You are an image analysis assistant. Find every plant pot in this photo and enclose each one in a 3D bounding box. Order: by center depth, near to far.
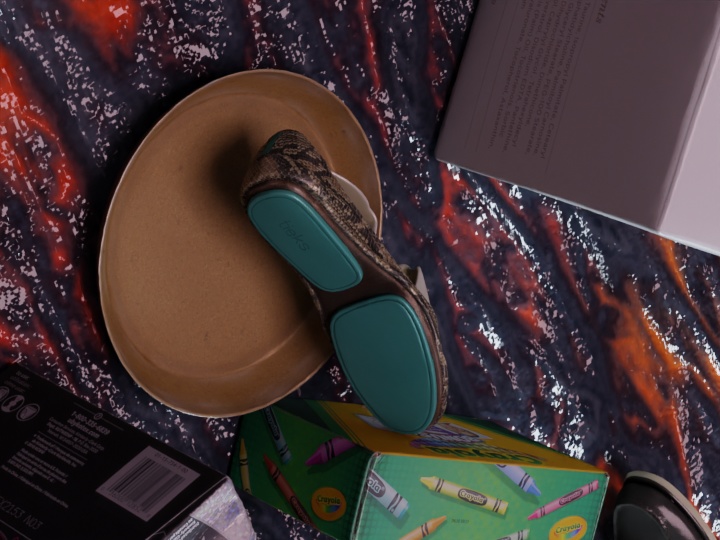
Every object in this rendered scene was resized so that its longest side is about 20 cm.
[{"bbox_3d":[-0.072,-0.017,1.437,0.199,0.027,0.202,-14,112,-38],"label":"plant pot"}]

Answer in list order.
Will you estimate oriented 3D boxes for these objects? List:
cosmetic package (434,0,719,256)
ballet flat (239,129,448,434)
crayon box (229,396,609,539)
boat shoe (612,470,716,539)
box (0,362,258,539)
[{"bbox_3d":[0.183,-0.107,1.510,0.167,0.199,0.167,15,94,-41],"label":"cosmetic package"},{"bbox_3d":[0.000,0.000,1.442,0.200,0.067,0.076,57,33,-30],"label":"ballet flat"},{"bbox_3d":[0.036,0.124,1.512,0.199,0.118,0.059,9,98,-42],"label":"crayon box"},{"bbox_3d":[0.207,0.224,1.722,0.063,0.073,0.202,-42,132,-32],"label":"boat shoe"},{"bbox_3d":[-0.148,0.153,1.308,0.132,0.199,0.115,-40,128,-24],"label":"box"}]
